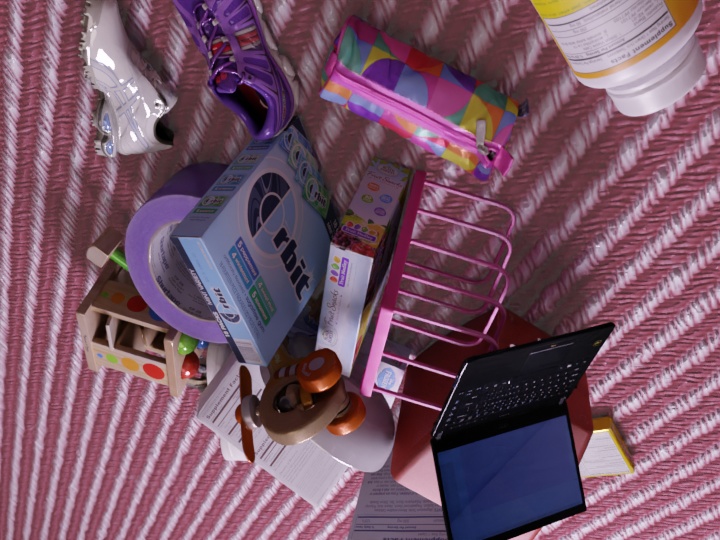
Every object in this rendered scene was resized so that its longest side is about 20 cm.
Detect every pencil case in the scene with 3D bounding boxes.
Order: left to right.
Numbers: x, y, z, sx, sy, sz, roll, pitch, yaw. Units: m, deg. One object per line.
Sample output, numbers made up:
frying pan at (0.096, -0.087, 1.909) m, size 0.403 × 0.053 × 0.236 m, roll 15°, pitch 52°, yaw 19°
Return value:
pencil case at (0.057, -0.160, 0.713) m, size 0.196 × 0.089 × 0.089 m, roll 25°, pitch 137°, yaw -3°

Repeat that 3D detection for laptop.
laptop at (0.167, 0.167, 0.743) m, size 0.173 × 0.105 × 0.203 m, roll -10°, pitch 140°, yaw -23°

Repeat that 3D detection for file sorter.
file sorter at (0.086, 0.026, 0.799) m, size 0.122 × 0.203 × 0.141 m, roll 15°, pitch 137°, yaw 2°

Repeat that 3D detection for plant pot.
plant pot at (0.171, 0.170, 0.921) m, size 0.197 × 0.202 × 0.178 m, roll 29°, pitch 124°, yaw -9°

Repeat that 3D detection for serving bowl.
serving bowl at (-0.027, 0.149, 0.930) m, size 0.199 × 0.201 × 0.066 m, roll 38°, pitch 101°, yaw -17°

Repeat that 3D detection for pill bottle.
pill bottle at (0.188, -0.221, 0.581) m, size 0.108 × 0.111 × 0.201 m, roll -21°, pitch 123°, yaw 36°

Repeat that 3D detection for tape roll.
tape roll at (-0.178, -0.019, 0.916) m, size 0.194 × 0.086 × 0.205 m, roll 9°, pitch 123°, yaw 14°

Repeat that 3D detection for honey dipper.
honey dipper at (-0.104, 0.014, 0.986) m, size 0.197 × 0.038 × 0.038 m, roll 33°, pitch 136°, yaw -5°

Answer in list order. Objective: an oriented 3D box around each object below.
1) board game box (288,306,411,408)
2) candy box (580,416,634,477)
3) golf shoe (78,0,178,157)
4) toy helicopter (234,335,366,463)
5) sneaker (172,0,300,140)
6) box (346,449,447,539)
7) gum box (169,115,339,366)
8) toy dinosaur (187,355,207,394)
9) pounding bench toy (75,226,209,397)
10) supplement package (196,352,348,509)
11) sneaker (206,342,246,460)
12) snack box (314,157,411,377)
board game box at (-0.043, 0.150, 1.081) m, size 0.194 × 0.044 × 0.203 m, roll 22°, pitch 137°, yaw 5°
candy box at (0.275, 0.257, 1.073) m, size 0.196 × 0.027 × 0.103 m, roll -15°, pitch 128°, yaw 33°
golf shoe at (-0.243, -0.209, 0.808) m, size 0.094 × 0.080 × 0.202 m, roll 3°, pitch 142°, yaw -6°
toy helicopter at (-0.087, 0.121, 0.818) m, size 0.131 × 0.200 × 0.080 m, roll -33°, pitch 121°, yaw -6°
sneaker at (-0.126, -0.217, 0.731) m, size 0.079 × 0.084 × 0.202 m, roll -15°, pitch 124°, yaw 32°
box at (0.090, 0.380, 1.138) m, size 0.180 × 0.203 × 0.106 m, roll -11°, pitch 130°, yaw 30°
gum box at (-0.097, -0.034, 0.805) m, size 0.043 × 0.202 × 0.173 m, roll 3°, pitch 133°, yaw 30°
toy dinosaur at (-0.238, 0.172, 1.183) m, size 0.195 × 0.048 × 0.089 m, roll 23°, pitch 144°, yaw 4°
pounding bench toy at (-0.279, 0.048, 1.018) m, size 0.152 × 0.126 × 0.203 m, roll 15°, pitch 136°, yaw 6°
supplement package at (-0.106, 0.195, 1.001) m, size 0.199 × 0.110 × 0.114 m, roll 39°, pitch 176°, yaw -10°
sneaker at (-0.152, 0.185, 1.091) m, size 0.112 × 0.074 × 0.205 m, roll 1°, pitch 115°, yaw 18°
snack box at (0.000, 0.000, 0.847) m, size 0.052 × 0.144 × 0.203 m, roll 17°, pitch 138°, yaw 6°
